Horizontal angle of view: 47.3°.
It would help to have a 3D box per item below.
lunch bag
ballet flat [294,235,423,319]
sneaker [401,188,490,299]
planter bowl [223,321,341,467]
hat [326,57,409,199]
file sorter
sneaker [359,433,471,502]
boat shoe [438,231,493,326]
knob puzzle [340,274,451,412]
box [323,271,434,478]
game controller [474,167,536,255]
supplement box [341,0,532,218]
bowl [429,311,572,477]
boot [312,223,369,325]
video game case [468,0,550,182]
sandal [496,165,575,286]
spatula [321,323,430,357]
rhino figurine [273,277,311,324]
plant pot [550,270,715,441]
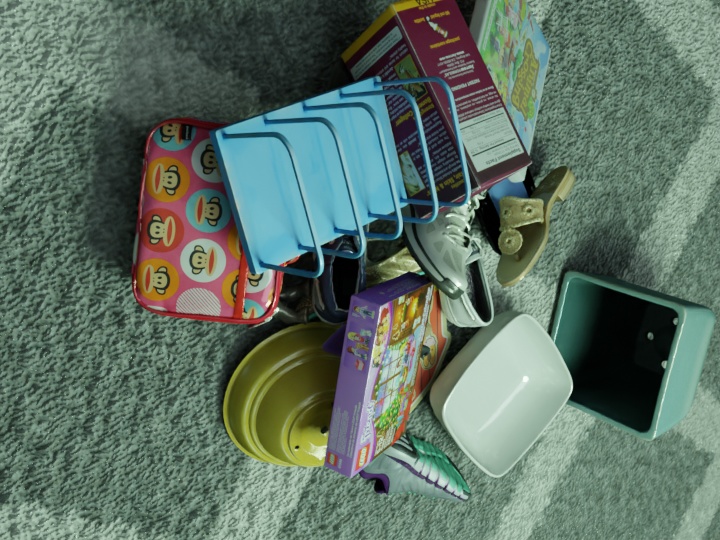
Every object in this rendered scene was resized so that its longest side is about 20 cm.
[{"bbox_3d":[-0.135,-0.048,0.837,0.175,0.082,0.202,7,99,-7],"label":"lunch bag"},{"bbox_3d":[0.000,0.000,0.999,0.199,0.070,0.066,-22,92,-23],"label":"ballet flat"},{"bbox_3d":[0.107,-0.067,0.942,0.115,0.201,0.076,-35,134,19],"label":"sneaker"},{"bbox_3d":[-0.056,0.169,0.976,0.199,0.083,0.202,-11,118,-21],"label":"planter bowl"},{"bbox_3d":[0.036,-0.160,0.944,0.199,0.081,0.202,8,72,-26],"label":"hat"},{"bbox_3d":[-0.010,-0.091,0.769,0.199,0.122,0.140,-27,113,-33],"label":"file sorter"},{"bbox_3d":[0.069,0.283,1.141,0.087,0.075,0.200,-42,124,13],"label":"sneaker"},{"bbox_3d":[0.126,-0.020,1.054,0.072,0.068,0.202,-19,104,-35],"label":"boat shoe"},{"bbox_3d":[0.048,0.119,1.077,0.219,0.030,0.221,-14,115,-34],"label":"knob puzzle"},{"bbox_3d":[0.023,0.112,0.914,0.137,0.039,0.201,-21,124,-58],"label":"box"},{"bbox_3d":[0.185,-0.117,1.091,0.104,0.042,0.201,-40,123,-17],"label":"game controller"},{"bbox_3d":[0.077,-0.170,0.856,0.085,0.110,0.201,-25,90,-32],"label":"supplement box"},{"bbox_3d":[0.190,0.168,1.166,0.200,0.075,0.200,-47,126,-13],"label":"bowl"},{"bbox_3d":[-0.017,-0.042,0.914,0.072,0.090,0.202,0,82,-12],"label":"boot"},{"bbox_3d":[0.176,-0.238,0.990,0.182,0.022,0.201,39,59,-50],"label":"video game case"},{"bbox_3d":[0.208,-0.076,1.065,0.070,0.077,0.212,45,57,-17],"label":"sandal"},{"bbox_3d":[0.031,0.090,0.997,0.057,0.021,0.199,-45,150,20],"label":"spatula"},{"bbox_3d":[-0.103,-0.037,0.907,0.087,0.060,0.202,-1,108,4],"label":"rhino figurine"},{"bbox_3d":[0.423,0.115,1.241,0.199,0.196,0.197,-2,106,-43],"label":"plant pot"}]
